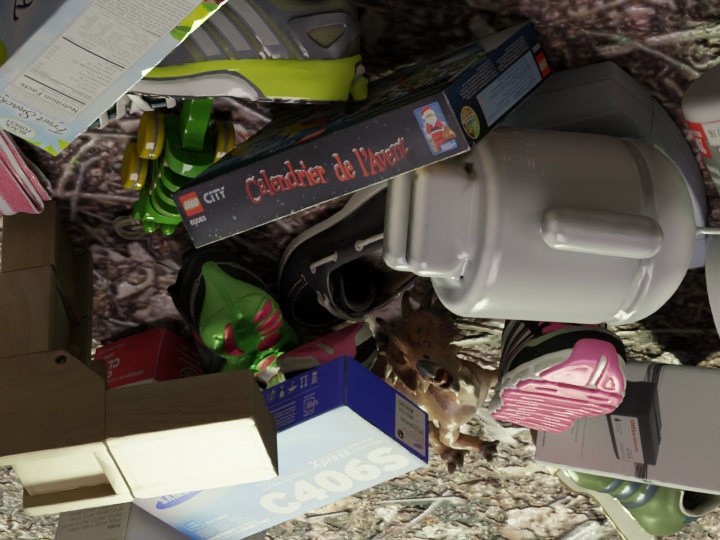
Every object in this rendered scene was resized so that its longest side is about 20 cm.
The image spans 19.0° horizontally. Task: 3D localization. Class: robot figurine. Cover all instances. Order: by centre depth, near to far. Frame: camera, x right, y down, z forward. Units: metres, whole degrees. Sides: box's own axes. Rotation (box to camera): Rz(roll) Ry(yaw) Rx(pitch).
[{"bbox_3d":[0.115,-0.026,1.280,0.198,0.114,0.169,3,-173,-20],"label":"robot figurine"}]

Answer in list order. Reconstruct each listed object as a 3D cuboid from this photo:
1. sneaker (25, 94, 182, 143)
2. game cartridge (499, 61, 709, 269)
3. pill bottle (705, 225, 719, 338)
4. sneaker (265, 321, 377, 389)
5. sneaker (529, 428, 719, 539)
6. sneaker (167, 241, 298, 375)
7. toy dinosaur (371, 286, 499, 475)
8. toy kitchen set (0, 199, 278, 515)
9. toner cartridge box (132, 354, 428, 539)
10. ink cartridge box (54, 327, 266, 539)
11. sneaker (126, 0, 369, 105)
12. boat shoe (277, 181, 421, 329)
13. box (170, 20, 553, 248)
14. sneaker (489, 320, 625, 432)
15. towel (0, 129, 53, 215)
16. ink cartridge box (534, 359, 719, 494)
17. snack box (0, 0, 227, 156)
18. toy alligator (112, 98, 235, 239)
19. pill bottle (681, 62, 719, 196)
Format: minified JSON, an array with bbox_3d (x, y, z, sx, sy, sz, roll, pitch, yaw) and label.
[{"bbox_3d":[-0.168,-0.111,1.300,0.198,0.080,0.072,-1,147,6],"label":"sneaker"},{"bbox_3d":[0.149,-0.055,1.382,0.132,0.041,0.200,-14,143,21],"label":"game cartridge"},{"bbox_3d":[0.327,-0.002,1.361,0.199,0.115,0.114,-13,143,26],"label":"pill bottle"},{"bbox_3d":[-0.019,0.097,1.546,0.073,0.088,0.200,-21,169,-16],"label":"sneaker"},{"bbox_3d":[0.211,0.144,1.656,0.089,0.068,0.200,-21,139,24],"label":"sneaker"},{"bbox_3d":[-0.092,0.028,1.523,0.076,0.084,0.200,-26,165,-12],"label":"sneaker"},{"bbox_3d":[0.043,0.077,1.563,0.135,0.086,0.200,31,153,-21],"label":"toy dinosaur"},{"bbox_3d":[-0.146,0.071,1.480,0.179,0.201,0.164,-9,145,7],"label":"toy kitchen set"},{"bbox_3d":[-0.058,0.129,1.493,0.199,0.043,0.095,-25,135,31],"label":"toner cartridge box"},{"bbox_3d":[-0.143,0.167,1.610,0.085,0.201,0.147,-14,143,37],"label":"ink cartridge box"},{"bbox_3d":[-0.092,-0.139,1.242,0.198,0.082,0.074,1,-176,-15],"label":"sneaker"},{"bbox_3d":[0.000,0.000,1.463,0.073,0.061,0.200,18,146,-26],"label":"boat shoe"},{"bbox_3d":[0.001,-0.081,1.277,0.199,0.137,0.038,-18,104,32],"label":"box"},{"bbox_3d":[0.129,0.049,1.406,0.073,0.088,0.200,10,168,-4],"label":"sneaker"},{"bbox_3d":[-0.319,-0.082,1.423,0.198,0.030,0.147,-2,146,17],"label":"towel"},{"bbox_3d":[0.239,0.109,1.476,0.144,0.084,0.199,10,177,-35],"label":"ink cartridge box"},{"bbox_3d":[-0.121,-0.179,1.110,0.067,0.170,0.200,26,142,-25],"label":"snack box"},{"bbox_3d":[-0.127,-0.051,1.406,0.059,0.055,0.200,8,149,-18],"label":"toy alligator"},{"bbox_3d":[0.274,-0.033,1.242,0.113,0.114,0.201,-18,104,32],"label":"pill bottle"}]
